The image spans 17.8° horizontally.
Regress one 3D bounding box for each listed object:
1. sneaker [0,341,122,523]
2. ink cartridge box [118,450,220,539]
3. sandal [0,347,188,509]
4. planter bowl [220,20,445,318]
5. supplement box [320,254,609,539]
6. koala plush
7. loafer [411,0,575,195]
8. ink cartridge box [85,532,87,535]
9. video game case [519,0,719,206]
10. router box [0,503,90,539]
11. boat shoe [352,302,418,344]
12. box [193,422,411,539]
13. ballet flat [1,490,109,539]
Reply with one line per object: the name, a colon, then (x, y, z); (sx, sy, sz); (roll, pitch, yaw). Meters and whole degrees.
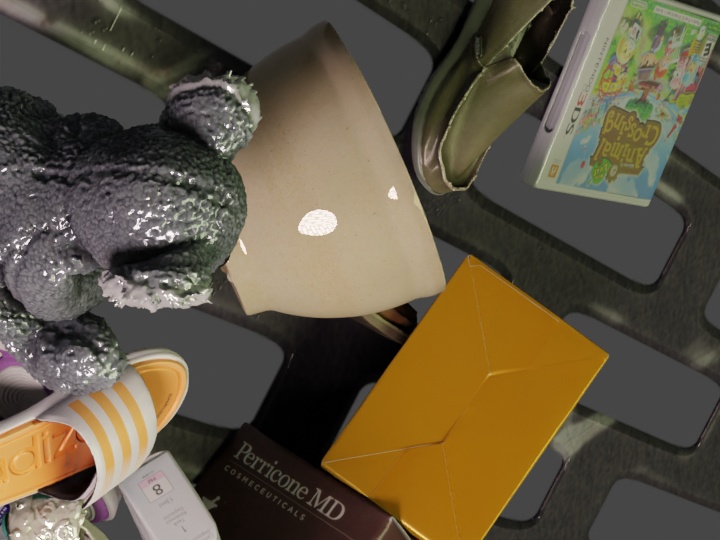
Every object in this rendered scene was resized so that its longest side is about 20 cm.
sneaker: (-0.198, 0.077, 1.546); (0.201, 0.074, 0.100); (76, 34, -45)
ink cartridge box: (-0.089, 0.241, 1.568); (0.057, 0.200, 0.163); (-33, 147, -14)
sandal: (-0.190, 0.123, 1.463); (0.206, 0.059, 0.080); (-26, 135, -23)
planter bowl: (-0.044, -0.051, 1.557); (0.134, 0.201, 0.201); (-24, 138, -4)
supplement box: (0.076, 0.122, 1.797); (0.198, 0.132, 0.200); (-54, 174, -11)
koala plush: (-0.147, -0.034, 1.370); (0.184, 0.199, 0.179); (38, 63, -39)
loafer: (0.103, -0.147, 1.762); (0.075, 0.069, 0.201); (10, 105, -55)
ink cartridge box: (-0.194, 0.298, 1.648); (0.067, 0.116, 0.201); (16, 101, -55)
video game case: (0.227, -0.149, 1.969); (0.199, 0.022, 0.183); (6, 109, -54)
router box: (-0.287, 0.229, 1.536); (0.201, 0.049, 0.179); (-57, 146, -7)
boat shoe: (0.000, 0.000, 1.731); (0.068, 0.072, 0.200); (-63, 150, -5)
box: (-0.064, 0.263, 1.750); (0.201, 0.165, 0.164); (-52, 144, -13)
ballet flat: (-0.175, 0.232, 1.526); (0.072, 0.071, 0.201); (-37, 120, -31)
